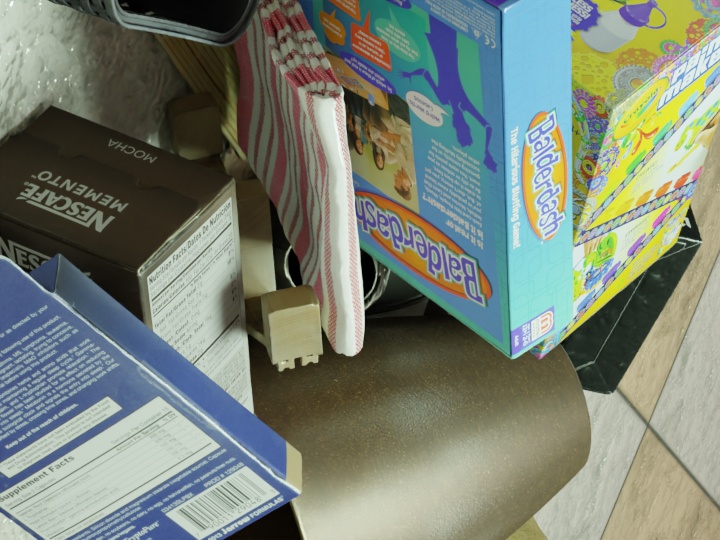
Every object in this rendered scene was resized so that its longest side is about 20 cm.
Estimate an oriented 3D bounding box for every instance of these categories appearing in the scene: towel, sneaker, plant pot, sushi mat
[{"bbox_3d":[-0.038,-0.068,1.204,0.030,0.200,0.147,-13,125,-9],"label":"towel"},{"bbox_3d":[0.000,0.000,1.366,0.199,0.106,0.075,2,101,-42],"label":"sneaker"},{"bbox_3d":[0.020,0.099,1.365,0.199,0.187,0.188,-20,133,-22],"label":"plant pot"},{"bbox_3d":[-0.073,-0.141,1.296,0.096,0.012,0.200,-62,155,-15],"label":"sushi mat"}]

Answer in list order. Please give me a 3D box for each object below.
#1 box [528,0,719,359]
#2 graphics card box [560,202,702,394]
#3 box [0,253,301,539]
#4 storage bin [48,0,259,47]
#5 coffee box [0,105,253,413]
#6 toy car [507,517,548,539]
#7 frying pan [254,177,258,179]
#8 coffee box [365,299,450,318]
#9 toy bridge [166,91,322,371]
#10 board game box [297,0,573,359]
[{"bbox_3d":[0.071,-0.102,1.261,0.122,0.200,0.193,-37,154,-32],"label":"box"},{"bbox_3d":[0.134,-0.041,1.451,0.201,0.051,0.126,-100,-151,-47],"label":"graphics card box"},{"bbox_3d":[-0.135,0.066,1.130,0.200,0.121,0.033,42,30,-33],"label":"box"},{"bbox_3d":[-0.091,-0.212,1.100,0.135,0.093,0.201,2,106,-66],"label":"storage bin"},{"bbox_3d":[-0.120,0.034,1.205,0.080,0.113,0.201,-46,147,-38],"label":"coffee box"},{"bbox_3d":[0.083,0.171,1.653,0.159,0.199,0.164,-67,157,-7],"label":"toy car"},{"bbox_3d":[-0.029,-0.074,1.435,0.190,0.031,0.116,-6,113,-68],"label":"frying pan"},{"bbox_3d":[-0.002,0.086,1.512,0.113,0.079,0.201,58,55,-74],"label":"coffee box"},{"bbox_3d":[-0.059,-0.013,1.244,0.027,0.200,0.068,-13,128,-12],"label":"toy bridge"},{"bbox_3d":[0.034,-0.078,1.160,0.045,0.152,0.201,-30,137,-28],"label":"board game box"}]
